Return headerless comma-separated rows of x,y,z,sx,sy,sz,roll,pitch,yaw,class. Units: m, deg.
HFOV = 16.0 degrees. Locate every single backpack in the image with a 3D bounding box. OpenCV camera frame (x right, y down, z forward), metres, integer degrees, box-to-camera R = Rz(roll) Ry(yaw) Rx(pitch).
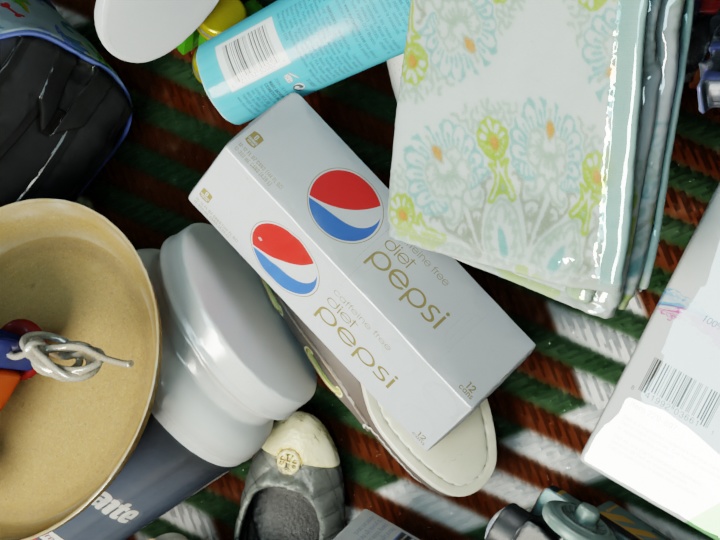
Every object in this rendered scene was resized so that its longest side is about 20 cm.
-0.253,-0.088,1.522,0.200,0.183,0.147,-45,56,9,backpack

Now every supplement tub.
-0.140,0.076,1.507,0.200,0.140,0.141,-35,81,18,supplement tub

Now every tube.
0.003,-0.144,1.426,0.199,0.050,0.078,-24,109,21,tube

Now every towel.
0.089,-0.091,1.337,0.171,0.048,0.201,20,108,41,towel

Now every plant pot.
-0.188,0.059,1.441,0.199,0.027,0.201,-10,69,28,plant pot

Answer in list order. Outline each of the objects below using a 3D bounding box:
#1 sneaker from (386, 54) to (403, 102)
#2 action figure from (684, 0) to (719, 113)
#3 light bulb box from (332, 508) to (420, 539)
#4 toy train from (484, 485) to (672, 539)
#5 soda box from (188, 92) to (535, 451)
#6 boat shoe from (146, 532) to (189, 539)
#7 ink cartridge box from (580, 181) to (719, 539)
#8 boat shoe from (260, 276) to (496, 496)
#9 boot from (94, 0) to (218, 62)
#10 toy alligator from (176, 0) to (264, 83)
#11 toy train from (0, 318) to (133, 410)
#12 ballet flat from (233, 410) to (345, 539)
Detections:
0.039,-0.169,1.463,0.076,0.080,0.201,0,94,19,sneaker
0.235,-0.098,1.356,0.193,0.200,0.105,16,127,22,action figure
0.031,0.277,1.440,0.199,0.125,0.199,29,109,10,light bulb box
0.163,0.188,1.414,0.200,0.114,0.085,31,104,18,toy train
0.000,0.000,1.435,0.200,0.064,0.068,46,146,3,soda box
-0.114,0.188,1.499,0.200,0.073,0.070,-13,73,58,boat shoe
0.233,0.047,1.396,0.145,0.087,0.201,29,104,16,ink cartridge box
0.008,0.049,1.493,0.072,0.060,0.200,-32,82,-26,boat shoe
-0.109,-0.224,1.481,0.201,0.073,0.096,-63,36,10,boot
-0.070,-0.138,1.521,0.200,0.059,0.054,40,64,14,toy alligator
-0.214,0.081,1.389,0.199,0.085,0.116,16,93,35,toy train
-0.053,0.182,1.523,0.066,0.057,0.201,15,97,19,ballet flat
